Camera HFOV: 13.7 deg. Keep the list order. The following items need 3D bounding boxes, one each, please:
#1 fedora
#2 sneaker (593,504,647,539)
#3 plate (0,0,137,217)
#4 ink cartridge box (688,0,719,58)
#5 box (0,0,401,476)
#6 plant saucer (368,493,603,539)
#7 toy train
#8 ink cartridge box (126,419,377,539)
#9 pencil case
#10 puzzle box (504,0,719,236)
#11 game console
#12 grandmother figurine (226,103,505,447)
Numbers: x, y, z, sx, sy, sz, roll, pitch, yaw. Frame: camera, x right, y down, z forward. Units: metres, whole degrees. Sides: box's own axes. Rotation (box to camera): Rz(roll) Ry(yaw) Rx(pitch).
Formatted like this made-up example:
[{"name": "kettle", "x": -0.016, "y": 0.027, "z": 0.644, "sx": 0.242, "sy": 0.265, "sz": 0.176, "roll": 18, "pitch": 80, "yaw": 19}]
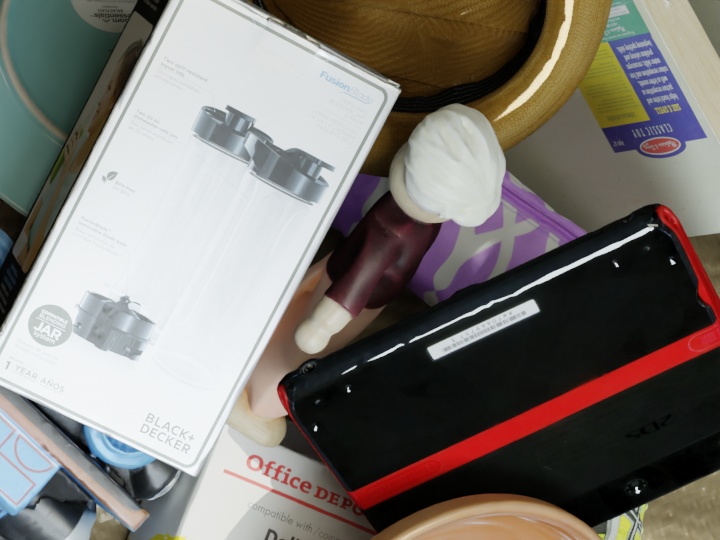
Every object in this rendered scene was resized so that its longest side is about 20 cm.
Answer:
[{"name": "fedora", "x": 0.018, "y": -0.143, "z": 1.409, "sx": 0.199, "sy": 0.082, "sz": 0.202, "roll": 1, "pitch": 112, "yaw": 3}, {"name": "sneaker", "x": 0.129, "y": 0.106, "z": 1.553, "sx": 0.076, "sy": 0.075, "sz": 0.202, "roll": 3, "pitch": 95, "yaw": -32}, {"name": "plate", "x": -0.107, "y": -0.100, "z": 1.421, "sx": 0.199, "sy": 0.026, "sz": 0.201, "roll": 9, "pitch": 60, "yaw": -15}, {"name": "ink cartridge box", "x": 0.243, "y": -0.086, "z": 1.536, "sx": 0.200, "sy": 0.146, "sz": 0.147, "roll": 37, "pitch": 77, "yaw": -35}, {"name": "box", "x": -0.080, "y": -0.024, "z": 1.347, "sx": 0.116, "sy": 0.060, "sz": 0.201, "roll": 25, "pitch": 96, "yaw": -18}, {"name": "plant saucer", "x": 0.039, "y": 0.193, "z": 1.427, "sx": 0.199, "sy": 0.037, "sz": 0.201, "roll": -13, "pitch": 118, "yaw": -25}, {"name": "toy train", "x": -0.176, "y": 0.055, "z": 1.416, "sx": 0.114, "sy": 0.087, "sz": 0.200, "roll": -47, "pitch": 109, "yaw": -7}, {"name": "ink cartridge box", "x": -0.052, "y": 0.145, "z": 1.476, "sx": 0.117, "sy": 0.067, "sz": 0.201, "roll": 23, "pitch": 82, "yaw": -22}, {"name": "pencil case", "x": 0.076, "y": -0.004, "z": 1.479, "sx": 0.199, "sy": 0.086, "sz": 0.084, "roll": 34, "pitch": 42, "yaw": 10}, {"name": "puzzle box", "x": 0.116, "y": -0.074, "z": 1.474, "sx": 0.025, "sy": 0.200, "sz": 0.134, "roll": -37, "pitch": 105, "yaw": -28}, {"name": "game console", "x": 0.081, "y": 0.062, "z": 1.404, "sx": 0.199, "sy": 0.031, "sz": 0.177, "roll": -26, "pitch": 132, "yaw": 8}, {"name": "grandmother figurine", "x": 0.000, "y": 0.000, "z": 1.398, "sx": 0.060, "sy": 0.200, "sz": 0.121, "roll": 35, "pitch": 35, "yaw": -7}]
